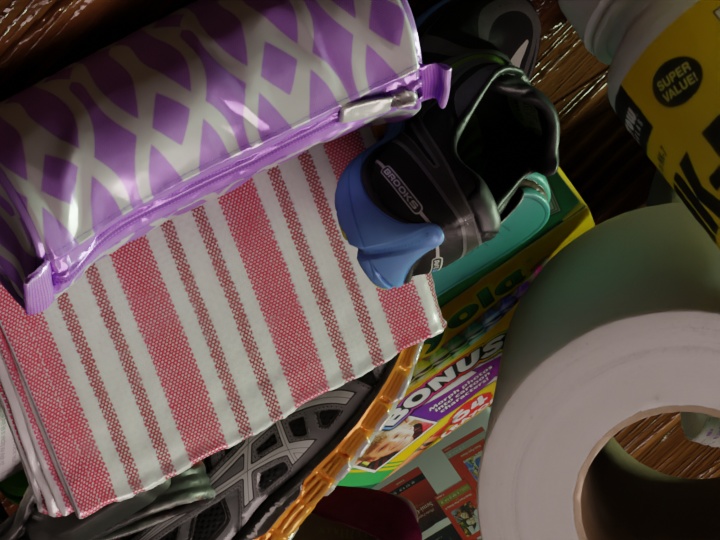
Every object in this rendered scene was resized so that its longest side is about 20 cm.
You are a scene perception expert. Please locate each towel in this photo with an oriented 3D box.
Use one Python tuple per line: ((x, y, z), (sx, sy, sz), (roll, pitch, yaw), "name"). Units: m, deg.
((-0.070, -0.001, 1.253), (0.199, 0.147, 0.030), (-26, -164, -23), "towel")

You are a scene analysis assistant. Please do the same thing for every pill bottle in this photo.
((0.184, -0.075, 1.364), (0.114, 0.200, 0.114), (-31, 159, -13), "pill bottle")

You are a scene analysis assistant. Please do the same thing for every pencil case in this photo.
((-0.064, -0.057, 1.184), (0.199, 0.086, 0.084), (-28, 152, -18), "pencil case")

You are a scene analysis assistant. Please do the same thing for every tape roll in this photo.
((0.160, 0.084, 1.460), (0.203, 0.203, 0.139), (-44, -170, 22), "tape roll")

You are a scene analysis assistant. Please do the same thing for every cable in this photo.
((-0.145, 0.107, 1.329), (0.199, 0.050, 0.097), (-28, 156, 12), "cable")

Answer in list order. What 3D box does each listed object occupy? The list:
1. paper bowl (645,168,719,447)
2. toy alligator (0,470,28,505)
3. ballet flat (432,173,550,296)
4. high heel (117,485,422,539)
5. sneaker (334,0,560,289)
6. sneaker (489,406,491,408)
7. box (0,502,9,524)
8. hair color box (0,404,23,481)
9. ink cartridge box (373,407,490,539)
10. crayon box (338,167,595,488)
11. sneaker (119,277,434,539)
((0.204, -0.005, 1.602), (0.104, 0.201, 0.201), (13, 150, -2), "paper bowl")
((-0.134, 0.098, 1.449), (0.054, 0.059, 0.200), (-37, 159, 6), "toy alligator")
((0.000, 0.000, 1.428), (0.200, 0.071, 0.067), (-37, 139, 10), "ballet flat")
((-0.068, 0.135, 1.521), (0.199, 0.068, 0.096), (-8, -177, 5), "high heel")
((0.051, -0.058, 1.267), (0.082, 0.071, 0.200), (-14, -154, 23), "sneaker")
((0.092, 0.144, 1.809), (0.200, 0.121, 0.084), (-28, 162, -21), "sneaker")
((-0.283, 0.188, 1.432), (0.198, 0.050, 0.200), (-45, 158, 25), "box")
((-0.120, 0.023, 1.307), (0.199, 0.061, 0.100), (-28, 161, -20), "hair color box")
((0.015, 0.179, 1.695), (0.200, 0.176, 0.084), (-29, 159, -15), "ink cartridge box")
((0.034, 0.032, 1.569), (0.200, 0.058, 0.173), (-35, 160, -1), "crayon box")
((-0.039, 0.071, 1.377), (0.200, 0.077, 0.078), (-52, -179, 8), "sneaker")
